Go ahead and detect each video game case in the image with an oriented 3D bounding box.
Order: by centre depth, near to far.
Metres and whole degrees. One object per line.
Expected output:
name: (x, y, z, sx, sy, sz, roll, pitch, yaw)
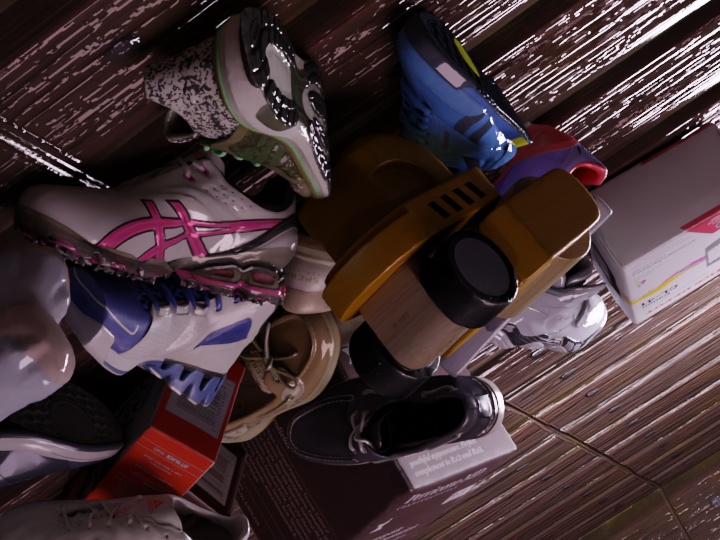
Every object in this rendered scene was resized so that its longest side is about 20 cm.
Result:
video game case: (0.138, 0.009, 1.235, 0.182, 0.022, 0.200, -47, 179, 6)

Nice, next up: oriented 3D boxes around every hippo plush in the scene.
hippo plush: (-0.273, 0.023, 0.793, 0.200, 0.159, 0.161, -41, 130, -2)

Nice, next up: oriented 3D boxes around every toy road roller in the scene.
toy road roller: (0.051, -0.025, 0.977, 0.199, 0.146, 0.123, -29, 168, -49)

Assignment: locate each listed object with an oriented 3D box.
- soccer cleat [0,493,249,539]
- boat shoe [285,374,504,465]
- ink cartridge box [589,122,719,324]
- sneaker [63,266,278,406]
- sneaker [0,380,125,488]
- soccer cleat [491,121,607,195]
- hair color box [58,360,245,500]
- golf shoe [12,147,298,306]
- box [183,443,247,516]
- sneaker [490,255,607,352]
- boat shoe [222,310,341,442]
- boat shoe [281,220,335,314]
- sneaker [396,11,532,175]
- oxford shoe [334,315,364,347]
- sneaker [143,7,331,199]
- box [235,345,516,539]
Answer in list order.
soccer cleat: (-0.176, 0.194, 1.083, 0.198, 0.070, 0.078, 13, 131, -35)
boat shoe: (0.017, 0.121, 1.195, 0.198, 0.074, 0.063, -11, 175, 26)
ink cartridge box: (0.299, -0.041, 1.406, 0.147, 0.086, 0.200, -31, 157, 3)
sneaker: (-0.125, 0.018, 1.018, 0.115, 0.081, 0.199, -45, 152, 6)
sneaker: (-0.282, 0.146, 1.065, 0.201, 0.077, 0.146, 9, 128, -48)
soccer cleat: (0.111, -0.026, 1.111, 0.201, 0.076, 0.067, -54, 162, -20)
hair color box: (-0.178, 0.153, 1.176, 0.064, 0.111, 0.200, 31, 127, -14)
golf shoe: (-0.125, -0.036, 0.915, 0.199, 0.072, 0.093, 11, 92, -42)
box: (-0.196, 0.230, 1.321, 0.200, 0.075, 0.101, -40, -160, 27)
sneaker: (0.205, 0.023, 1.436, 0.199, 0.076, 0.115, 0, 147, -46)
boat shoe: (-0.086, 0.093, 1.221, 0.062, 0.074, 0.200, -12, 153, -44)
boat shoe: (0.000, 0.000, 1.086, 0.199, 0.071, 0.066, -4, 107, -63)
sneaker: (0.055, -0.106, 0.976, 0.078, 0.066, 0.200, -30, 159, 12)
oxford shoe: (0.043, 0.013, 1.206, 0.200, 0.074, 0.071, -41, 156, 25)
sneaker: (-0.071, -0.094, 0.867, 0.088, 0.078, 0.200, -6, 161, 12)
box: (-0.001, 0.167, 1.354, 0.165, 0.165, 0.200, -10, 152, -49)
